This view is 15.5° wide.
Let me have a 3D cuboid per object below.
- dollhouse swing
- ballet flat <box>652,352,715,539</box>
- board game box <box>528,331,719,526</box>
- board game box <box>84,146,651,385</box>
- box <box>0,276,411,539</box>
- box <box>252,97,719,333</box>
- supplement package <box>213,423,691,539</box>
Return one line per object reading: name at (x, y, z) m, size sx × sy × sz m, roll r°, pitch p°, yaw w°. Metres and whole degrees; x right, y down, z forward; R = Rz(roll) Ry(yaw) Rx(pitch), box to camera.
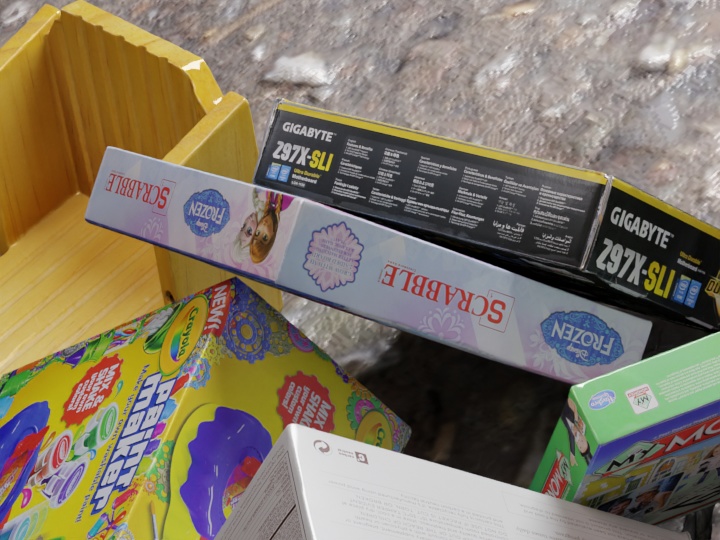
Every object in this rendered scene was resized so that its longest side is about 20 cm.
dollhouse swing at (-0.173, -0.018, 1.422) m, size 0.175 × 0.183 × 0.200 m, roll -27°, pitch 35°, yaw -28°
ballet flat at (0.123, 0.124, 1.155) m, size 0.066 × 0.057 × 0.201 m, roll -9°, pitch 44°, yaw 21°
board game box at (0.168, 0.055, 1.096) m, size 0.199 × 0.135 × 0.029 m, roll -19°, pitch 67°, yaw -16°
board game box at (0.000, 0.000, 1.231) m, size 0.200 × 0.198 × 0.041 m, roll 17°, pitch 89°, yaw 59°
box at (-0.106, 0.137, 1.195) m, size 0.192 × 0.122 × 0.201 m, roll -22°, pitch 35°, yaw 44°
box at (0.073, -0.024, 1.255) m, size 0.199 × 0.159 × 0.050 m, roll 16°, pitch 85°, yaw 38°
supplement package at (0.038, 0.196, 0.996) m, size 0.148 × 0.190 × 0.201 m, roll -58°, pitch 28°, yaw 31°
